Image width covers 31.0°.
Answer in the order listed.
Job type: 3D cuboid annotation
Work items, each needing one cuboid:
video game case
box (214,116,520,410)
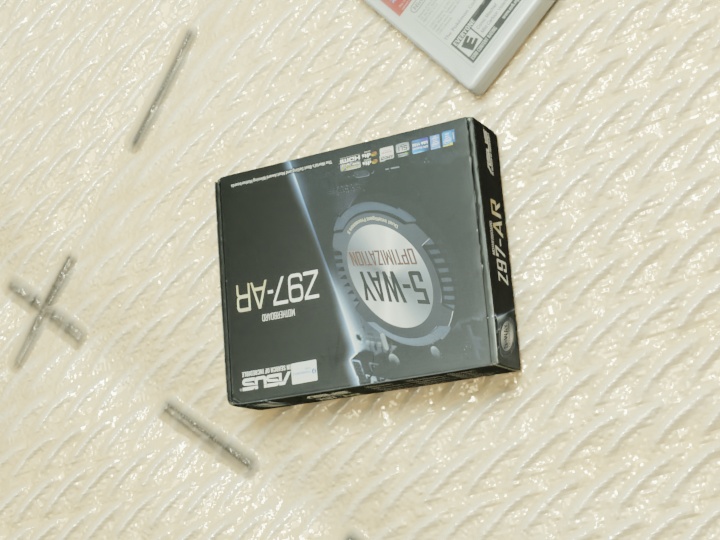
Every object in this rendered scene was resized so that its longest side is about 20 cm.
[{"bbox_3d":[0.079,-0.249,0.874,0.182,0.023,0.200,44,104,27],"label":"video game case"},{"bbox_3d":[0.000,0.000,0.859,0.198,0.043,0.162,-10,76,26],"label":"box"}]
